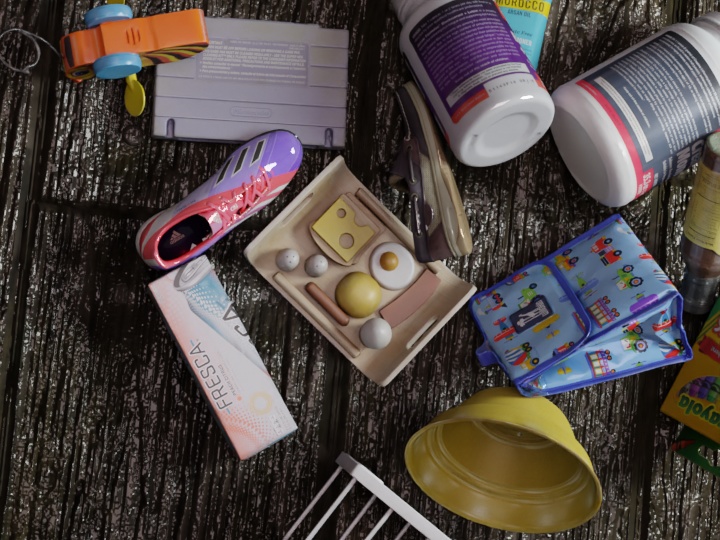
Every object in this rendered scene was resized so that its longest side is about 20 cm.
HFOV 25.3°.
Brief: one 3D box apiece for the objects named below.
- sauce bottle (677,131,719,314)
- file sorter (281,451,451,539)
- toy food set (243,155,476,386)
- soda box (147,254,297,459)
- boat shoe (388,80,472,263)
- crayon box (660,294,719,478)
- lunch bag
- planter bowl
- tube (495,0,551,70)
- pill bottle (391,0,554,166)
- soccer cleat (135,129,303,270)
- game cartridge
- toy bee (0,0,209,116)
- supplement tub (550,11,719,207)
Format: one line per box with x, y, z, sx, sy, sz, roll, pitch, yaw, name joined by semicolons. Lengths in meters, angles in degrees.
0.365;-0.046;1.653;0.064;0.065;0.200;-2;128;-9;sauce bottle
0.028;0.293;1.584;0.200;0.139;0.125;40;84;-4;file sorter
0.000;0.000;1.640;0.200;0.060;0.144;45;81;-4;toy food set
-0.140;0.088;1.610;0.068;0.064;0.200;-28;91;-10;soda box
0.059;-0.100;1.638;0.065;0.072;0.201;-18;70;6;boat shoe
0.392;0.113;1.644;0.051;0.127;0.200;26;92;-36;crayon box
0.210;0.052;1.626;0.199;0.151;0.094;-23;128;-4;lunch bag
0.150;0.175;1.610;0.200;0.201;0.084;24;53;-6;planter bowl
0.160;-0.237;1.696;0.077;0.050;0.201;10;80;-6;tube
0.106;-0.214;1.625;0.111;0.112;0.200;-20;63;-10;pill bottle
-0.135;-0.067;1.607;0.200;0.073;0.068;-36;110;-6;soccer cleat
-0.113;-0.194;1.653;0.199;0.038;0.130;3;81;-9;game cartridge
-0.256;-0.226;1.595;0.199;0.109;0.131;12;78;-13;toy bee
0.309;-0.168;1.663;0.200;0.140;0.141;-29;90;-10;supplement tub
